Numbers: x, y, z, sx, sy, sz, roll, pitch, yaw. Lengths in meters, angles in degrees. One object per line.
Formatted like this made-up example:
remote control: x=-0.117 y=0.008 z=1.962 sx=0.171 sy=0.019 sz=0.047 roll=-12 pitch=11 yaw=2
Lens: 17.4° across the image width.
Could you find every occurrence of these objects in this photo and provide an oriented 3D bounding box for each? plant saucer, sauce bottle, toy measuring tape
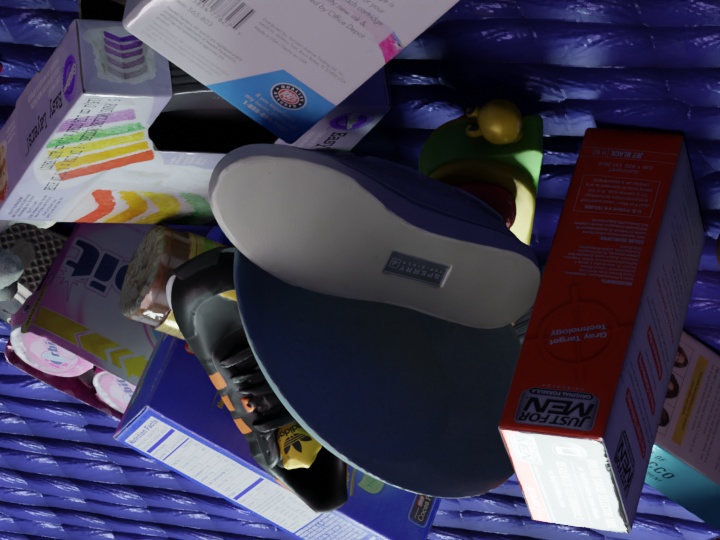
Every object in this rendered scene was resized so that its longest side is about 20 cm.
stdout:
plant saucer: x=0.006 y=0.044 z=1.275 sx=0.201 sy=0.201 sz=0.039 roll=33 pitch=129 yaw=-17
sauce bottle: x=-0.046 y=0.030 z=1.446 sx=0.200 sy=0.065 sz=0.065 roll=19 pitch=153 yaw=-21
toy measuring tape: x=0.065 y=-0.032 z=1.363 sx=0.073 sy=0.074 sz=0.200 roll=17 pitch=146 yaw=10

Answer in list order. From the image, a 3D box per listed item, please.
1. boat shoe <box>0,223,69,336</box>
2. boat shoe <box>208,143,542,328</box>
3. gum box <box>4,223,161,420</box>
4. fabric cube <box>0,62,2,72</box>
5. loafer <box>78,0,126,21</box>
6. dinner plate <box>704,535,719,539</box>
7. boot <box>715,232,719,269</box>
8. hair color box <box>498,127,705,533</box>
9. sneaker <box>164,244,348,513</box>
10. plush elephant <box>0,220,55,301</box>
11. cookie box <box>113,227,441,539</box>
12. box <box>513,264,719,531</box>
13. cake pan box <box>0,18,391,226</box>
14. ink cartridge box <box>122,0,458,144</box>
boat shoe: x=-0.221 y=0.012 z=1.643 sx=0.200 sy=0.075 sz=0.062 roll=34 pitch=154 yaw=-9
boat shoe: x=0.003 y=-0.026 z=1.260 sx=0.201 sy=0.072 sz=0.070 roll=20 pitch=114 yaw=-27
gum box: x=-0.131 y=0.045 z=1.588 sx=0.200 sy=0.114 sz=0.066 roll=28 pitch=150 yaw=-9
fabric cube: x=-0.361 y=-0.122 z=1.391 sx=0.196 sy=0.200 sz=0.199 roll=9 pitch=150 yaw=22
loafer: x=-0.112 y=-0.172 z=1.267 sx=0.076 sy=0.068 sz=0.200 roll=21 pitch=151 yaw=3
dinner plate: x=0.252 y=0.174 z=1.495 sx=0.200 sy=0.024 sz=0.200 roll=-16 pitch=174 yaw=-2
boot: x=0.310 y=0.023 z=1.297 sx=0.155 sy=0.074 sz=0.200 roll=-17 pitch=135 yaw=43
hair color box: x=0.136 y=0.031 z=1.292 sx=0.061 sy=0.200 sz=0.102 roll=5 pitch=146 yaw=20
sneaker: x=-0.047 y=0.065 z=1.352 sx=0.070 sy=0.090 sz=0.200 roll=-26 pitch=142 yaw=1
plush elephant: x=-0.278 y=0.011 z=1.505 sx=0.165 sy=0.200 sz=0.155 roll=29 pitch=154 yaw=33
cookie box: x=-0.033 y=0.076 z=1.514 sx=0.200 sy=0.171 sz=0.075 roll=30 pitch=148 yaw=-11
box: x=0.179 y=0.079 z=1.463 sx=0.200 sy=0.082 sz=0.049 roll=34 pitch=150 yaw=-18
cake pan box: x=-0.100 y=-0.082 z=1.345 sx=0.184 sy=0.052 sz=0.200 roll=0 pitch=160 yaw=-26
ink cartridge box: x=-0.012 y=-0.166 z=1.172 sx=0.115 sy=0.068 sz=0.200 roll=34 pitch=128 yaw=-24
